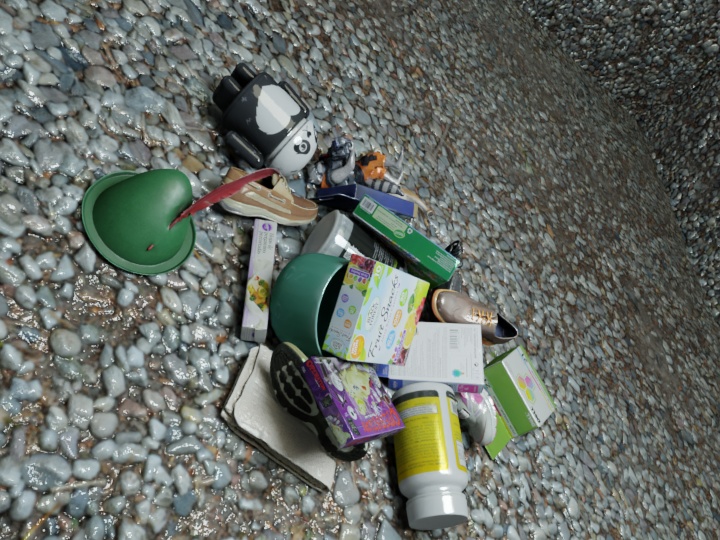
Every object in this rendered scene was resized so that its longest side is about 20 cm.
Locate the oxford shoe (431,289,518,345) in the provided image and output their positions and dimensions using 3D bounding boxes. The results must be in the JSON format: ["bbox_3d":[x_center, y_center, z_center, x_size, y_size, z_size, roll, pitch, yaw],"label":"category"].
[{"bbox_3d":[0.213,0.082,1.171,0.196,0.072,0.074,25,69,-33],"label":"oxford shoe"}]

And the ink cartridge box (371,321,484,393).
[{"bbox_3d":[0.117,0.151,1.119,0.193,0.043,0.122,4,51,4],"label":"ink cartridge box"}]

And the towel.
[{"bbox_3d":[-0.101,0.209,0.913,0.199,0.034,0.134,40,41,-19],"label":"towel"}]

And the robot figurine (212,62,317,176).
[{"bbox_3d":[-0.164,-0.261,1.112,0.200,0.150,0.125,45,3,-11],"label":"robot figurine"}]

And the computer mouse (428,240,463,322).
[{"bbox_3d":[0.161,0.054,1.255,0.051,0.138,0.207,4,71,-19],"label":"computer mouse"}]

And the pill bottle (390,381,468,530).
[{"bbox_3d":[0.110,0.295,1.011,0.112,0.114,0.205,21,49,-34],"label":"pill bottle"}]

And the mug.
[{"bbox_3d":[-0.068,0.067,0.977,0.151,0.112,0.191,-32,128,-50],"label":"mug"}]

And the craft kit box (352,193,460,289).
[{"bbox_3d":[0.072,-0.046,1.138,0.197,0.049,0.198,36,-3,2],"label":"craft kit box"}]

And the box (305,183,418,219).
[{"bbox_3d":[0.001,-0.130,1.199,0.196,0.119,0.034,10,84,-41],"label":"box"}]

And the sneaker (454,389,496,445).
[{"bbox_3d":[0.178,0.229,1.162,0.086,0.081,0.205,-21,80,-23],"label":"sneaker"}]

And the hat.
[{"bbox_3d":[-0.257,-0.114,0.865,0.167,0.175,0.200,50,38,-4],"label":"hat"}]

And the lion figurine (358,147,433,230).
[{"bbox_3d":[0.072,-0.168,1.349,0.200,0.072,0.123,43,10,-38],"label":"lion figurine"}]

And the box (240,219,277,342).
[{"bbox_3d":[-0.156,0.012,0.984,0.037,0.042,0.205,8,52,-11],"label":"box"}]

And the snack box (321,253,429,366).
[{"bbox_3d":[0.030,0.067,0.974,0.199,0.052,0.147,20,86,-59],"label":"snack box"}]

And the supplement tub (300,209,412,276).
[{"bbox_3d":[0.000,0.000,1.100,0.198,0.122,0.125,37,41,-20],"label":"supplement tub"}]

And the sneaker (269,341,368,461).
[{"bbox_3d":[-0.056,0.178,0.914,0.202,0.076,0.089,54,25,-13],"label":"sneaker"}]

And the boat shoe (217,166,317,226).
[{"bbox_3d":[-0.146,-0.125,1.058,0.196,0.074,0.075,6,23,-45],"label":"boat shoe"}]

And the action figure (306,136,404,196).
[{"bbox_3d":[-0.011,-0.190,1.196,0.200,0.186,0.109,-25,112,-87],"label":"action figure"}]

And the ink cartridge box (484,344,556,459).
[{"bbox_3d":[0.292,0.258,1.260,0.198,0.075,0.151,-20,78,-52],"label":"ink cartridge box"}]

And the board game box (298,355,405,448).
[{"bbox_3d":[-0.006,0.181,0.892,0.122,0.032,0.199,63,16,18],"label":"board game box"}]
